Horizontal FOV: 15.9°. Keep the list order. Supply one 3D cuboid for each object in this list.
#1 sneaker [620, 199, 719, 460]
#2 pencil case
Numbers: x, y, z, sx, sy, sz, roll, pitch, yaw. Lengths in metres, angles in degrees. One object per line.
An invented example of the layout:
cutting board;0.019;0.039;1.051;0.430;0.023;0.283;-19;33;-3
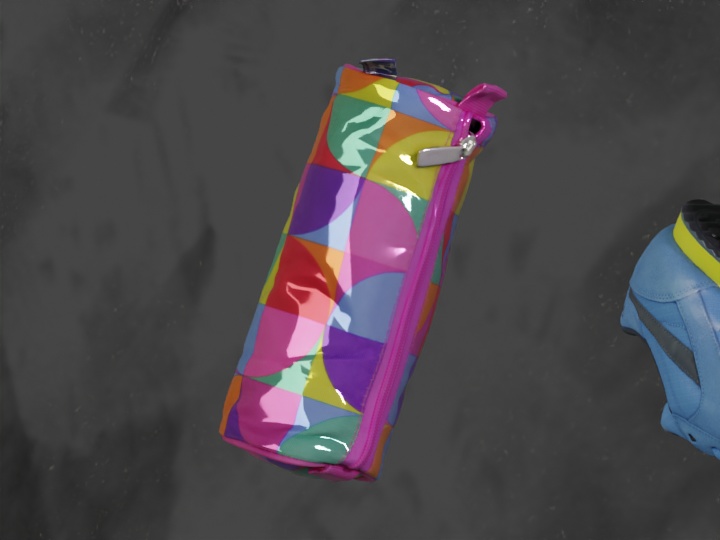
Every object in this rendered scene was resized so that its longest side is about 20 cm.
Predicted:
sneaker;0.174;0.060;1.053;0.200;0.066;0.079;53;123;38
pencil case;0.000;0.000;1.208;0.088;0.088;0.201;19;91;43
